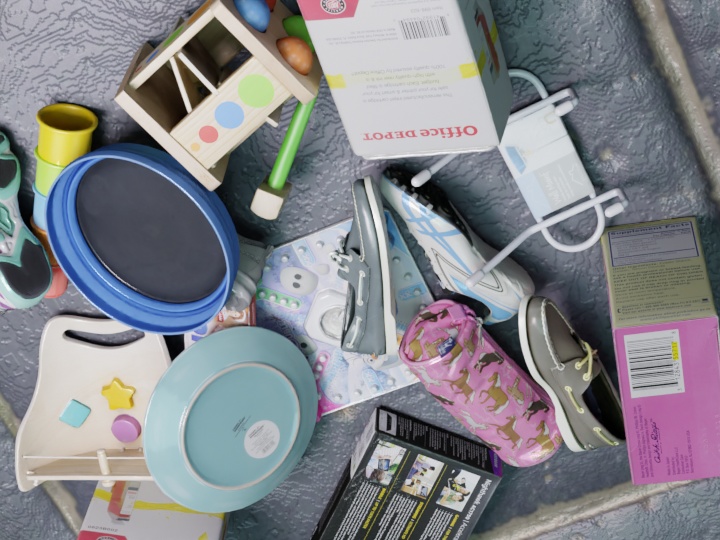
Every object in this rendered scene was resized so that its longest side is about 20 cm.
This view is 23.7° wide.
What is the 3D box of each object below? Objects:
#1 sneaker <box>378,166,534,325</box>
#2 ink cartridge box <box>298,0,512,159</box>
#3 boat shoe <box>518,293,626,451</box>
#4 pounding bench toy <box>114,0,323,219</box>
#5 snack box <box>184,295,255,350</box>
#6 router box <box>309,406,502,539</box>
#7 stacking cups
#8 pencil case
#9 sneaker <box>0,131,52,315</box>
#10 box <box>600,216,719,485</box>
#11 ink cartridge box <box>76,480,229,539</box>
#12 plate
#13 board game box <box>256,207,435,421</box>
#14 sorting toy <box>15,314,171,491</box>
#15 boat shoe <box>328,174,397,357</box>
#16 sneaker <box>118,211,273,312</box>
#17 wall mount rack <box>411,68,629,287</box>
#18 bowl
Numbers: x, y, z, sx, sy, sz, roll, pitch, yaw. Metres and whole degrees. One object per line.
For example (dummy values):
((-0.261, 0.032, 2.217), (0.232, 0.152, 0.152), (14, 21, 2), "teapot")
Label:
((0.085, -0.022, 1.685), (0.072, 0.072, 0.200), (-42, 107, 17), "sneaker")
((0.042, -0.206, 1.535), (0.145, 0.084, 0.200), (-2, 132, 22), "ink cartridge box")
((0.214, 0.101, 1.709), (0.060, 0.072, 0.202), (-4, 129, 32), "boat shoe")
((-0.095, -0.163, 1.593), (0.156, 0.124, 0.200), (-39, 109, 21), "pounding bench toy")
((-0.145, 0.098, 1.777), (0.072, 0.024, 0.200), (11, 126, 12), "snack box")
((0.046, 0.259, 1.851), (0.149, 0.051, 0.200), (21, 118, -9), "router box")
((-0.298, -0.063, 1.701), (0.060, 0.061, 0.200), (10, 120, -1), "stacking cups")
((0.127, 0.117, 1.735), (0.086, 0.083, 0.200), (3, 144, 51), "pencil case")
((-0.388, -0.047, 1.712), (0.140, 0.078, 0.200), (-22, 84, 52), "sneaker")
((0.292, 0.074, 1.646), (0.096, 0.200, 0.176), (-7, 118, 9), "box")
((-0.220, 0.287, 1.805), (0.145, 0.200, 0.084), (10, 116, -1), "ink cartridge box")
((-0.125, 0.154, 1.731), (0.200, 0.026, 0.201), (-10, 110, -30), "plate")
((-0.023, 0.054, 1.761), (0.200, 0.026, 0.200), (-21, 115, 15), "board game box")
((-0.258, 0.132, 1.787), (0.199, 0.107, 0.180), (-1, 107, 14), "sorting toy")
((0.000, 0.000, 1.674), (0.062, 0.073, 0.200), (-5, 123, 3), "boat shoe")
((-0.179, -0.039, 1.706), (0.200, 0.082, 0.075), (33, 151, 2), "sneaker")
((0.152, -0.082, 1.635), (0.173, 0.075, 0.200), (-26, 108, 10), "wall mount rack")
((-0.206, -0.031, 1.633), (0.200, 0.039, 0.201), (14, 128, 19), "bowl")
